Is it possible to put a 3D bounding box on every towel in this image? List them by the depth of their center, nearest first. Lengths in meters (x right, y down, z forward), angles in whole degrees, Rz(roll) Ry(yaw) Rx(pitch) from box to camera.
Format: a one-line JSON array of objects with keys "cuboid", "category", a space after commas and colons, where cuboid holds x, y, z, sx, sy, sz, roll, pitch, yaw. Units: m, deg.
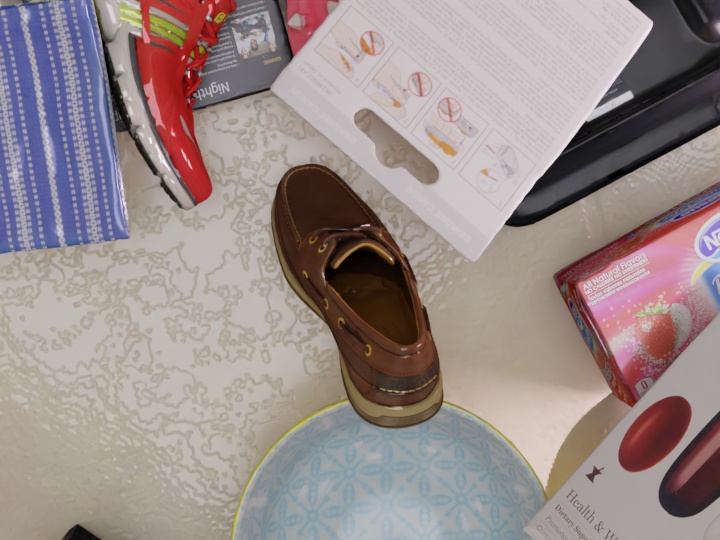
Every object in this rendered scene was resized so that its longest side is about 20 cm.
[{"cuboid": [-0.241, -0.078, 1.068, 0.198, 0.024, 0.146, -6, 100, 9], "category": "towel"}]

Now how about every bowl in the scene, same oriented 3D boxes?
[{"cuboid": [0.019, 0.169, 1.140, 0.198, 0.108, 0.202, 0, 93, -2], "category": "bowl"}]

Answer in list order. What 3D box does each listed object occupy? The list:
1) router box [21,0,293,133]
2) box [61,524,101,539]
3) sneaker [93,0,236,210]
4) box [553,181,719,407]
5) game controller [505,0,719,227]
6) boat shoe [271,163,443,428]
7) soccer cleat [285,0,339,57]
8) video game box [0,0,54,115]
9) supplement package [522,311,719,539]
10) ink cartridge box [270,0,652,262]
[{"cuboid": [-0.153, -0.168, 1.143, 0.198, 0.052, 0.158, -15, 94, -2], "category": "router box"}, {"cuboid": [-0.135, 0.268, 1.139, 0.199, 0.106, 0.123, 35, 89, -3], "category": "box"}, {"cuboid": [-0.112, -0.137, 1.085, 0.084, 0.077, 0.202, -15, 95, -7], "category": "sneaker"}, {"cuboid": [0.232, -0.001, 1.145, 0.199, 0.100, 0.096, -29, 94, 0], "category": "box"}, {"cuboid": [0.154, -0.112, 1.172, 0.199, 0.042, 0.105, -28, 80, -1], "category": "game controller"}, {"cuboid": [0.000, 0.000, 1.103, 0.071, 0.068, 0.201, -14, 49, -15], "category": "boat shoe"}, {"cuboid": [-0.021, -0.201, 1.149, 0.066, 0.076, 0.202, -14, 76, 19], "category": "soccer cleat"}, {"cuboid": [-0.304, -0.144, 1.100, 0.182, 0.047, 0.200, -37, 92, 15], "category": "video game box"}, {"cuboid": [0.242, 0.153, 1.036, 0.200, 0.147, 0.191, -49, 50, 5], "category": "supplement package"}, {"cuboid": [0.059, -0.124, 1.097, 0.160, 0.047, 0.200, 40, 71, -5], "category": "ink cartridge box"}]
